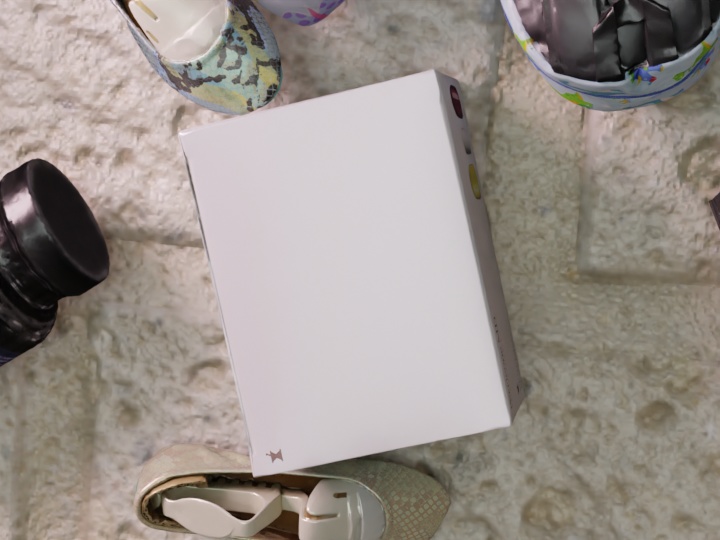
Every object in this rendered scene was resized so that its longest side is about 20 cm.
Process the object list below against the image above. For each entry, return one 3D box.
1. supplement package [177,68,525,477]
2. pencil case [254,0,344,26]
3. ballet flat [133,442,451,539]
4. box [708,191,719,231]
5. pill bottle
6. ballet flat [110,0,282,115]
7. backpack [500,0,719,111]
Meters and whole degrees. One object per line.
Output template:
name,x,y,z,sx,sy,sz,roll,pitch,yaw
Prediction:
supplement package,0.000,0.000,0.880,0.154,0.111,0.203,-12,92,11
pencil case,-0.003,-0.223,0.830,0.200,0.082,0.092,-42,70,49
ballet flat,-0.045,0.150,0.922,0.197,0.062,0.068,3,109,11
box,0.282,-0.051,0.778,0.049,0.160,0.200,36,115,-21
pill bottle,-0.260,0.017,0.930,0.198,0.112,0.113,-29,88,11
ballet flat,-0.121,-0.166,0.877,0.074,0.074,0.200,-49,61,10
backpack,0.141,-0.192,0.834,0.161,0.154,0.203,-11,71,7
